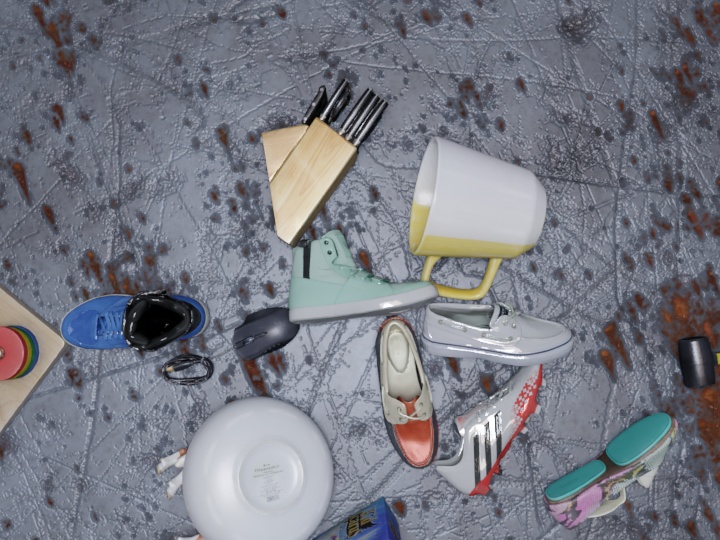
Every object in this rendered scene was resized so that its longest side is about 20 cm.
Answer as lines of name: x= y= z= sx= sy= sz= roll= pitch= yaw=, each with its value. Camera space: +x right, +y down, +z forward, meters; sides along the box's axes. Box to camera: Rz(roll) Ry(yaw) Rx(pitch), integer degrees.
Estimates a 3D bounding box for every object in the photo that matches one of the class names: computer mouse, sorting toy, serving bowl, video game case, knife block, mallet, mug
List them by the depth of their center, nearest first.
video game case: x=-0.035 y=0.361 z=0.966 sx=0.180 sy=0.200 sz=0.046 roll=-30 pitch=90 yaw=-1
serving bowl: x=-0.119 y=0.257 z=1.005 sx=0.197 sy=0.066 sz=0.203 roll=5 pitch=76 yaw=-21
mug: x=0.148 y=-0.071 z=1.041 sx=0.151 sy=0.188 sz=0.151 roll=10 pitch=54 yaw=-7
mallet: x=0.515 y=0.119 z=1.055 sx=0.197 sy=0.041 sz=0.067 roll=0 pitch=87 yaw=-3
sorting toy: x=-0.528 y=0.113 z=1.058 sx=0.199 sy=0.070 sz=0.200 roll=37 pitch=88 yaw=3
knife block: x=-0.038 y=-0.144 z=1.066 sx=0.173 sy=0.064 sz=0.203 roll=-9 pitch=86 yaw=1
computer mouse: x=-0.173 y=0.103 z=1.069 sx=0.198 sy=0.034 sz=0.059 roll=-25 pitch=87 yaw=0

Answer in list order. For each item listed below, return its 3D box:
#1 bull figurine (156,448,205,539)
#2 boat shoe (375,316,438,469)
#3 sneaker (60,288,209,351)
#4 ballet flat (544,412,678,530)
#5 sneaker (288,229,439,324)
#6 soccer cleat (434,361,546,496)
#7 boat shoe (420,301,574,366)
bull figurine: x=-0.186 y=0.314 z=1.034 sx=0.120 sy=0.065 sz=0.203 roll=-9 pitch=79 yaw=-26
boat shoe: x=0.061 y=0.161 z=1.047 sx=0.070 sy=0.063 sz=0.203 roll=-10 pitch=88 yaw=-1
sneaker: x=-0.302 y=0.065 z=1.035 sx=0.197 sy=0.111 sz=0.078 roll=-2 pitch=86 yaw=1
ballet flat: x=0.331 y=0.264 z=1.039 sx=0.199 sy=0.069 sz=0.072 roll=-36 pitch=104 yaw=3
sneaker: x=0.000 y=0.000 z=1.041 sx=0.197 sy=0.074 sz=0.120 roll=-6 pitch=79 yaw=10
soccer cleat: x=0.169 y=0.193 z=1.041 sx=0.084 sy=0.069 sz=0.202 roll=28 pitch=92 yaw=-1
boat shoe: x=0.177 y=0.076 z=1.034 sx=0.197 sy=0.074 sz=0.068 roll=-2 pitch=121 yaw=2
